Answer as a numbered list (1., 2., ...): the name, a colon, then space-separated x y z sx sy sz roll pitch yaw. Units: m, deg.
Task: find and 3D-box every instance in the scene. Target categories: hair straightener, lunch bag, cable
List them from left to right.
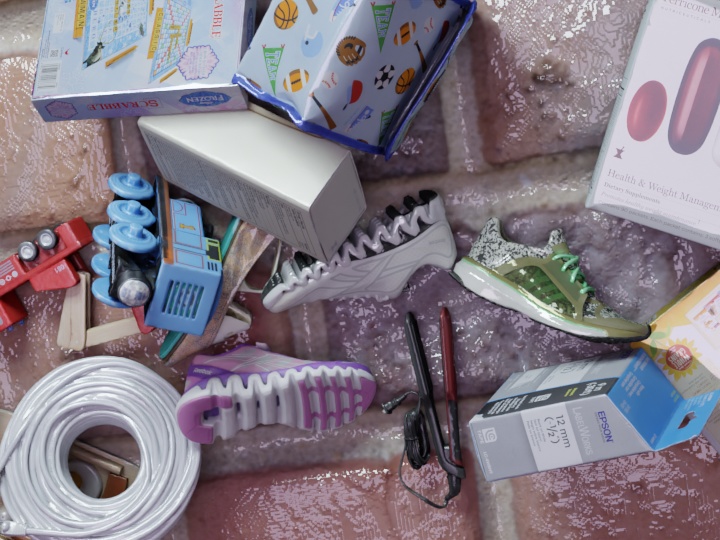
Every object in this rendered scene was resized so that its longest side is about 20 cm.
1. cable: -0.255 0.187 1.450 0.198 0.069 0.202 18 72 4
2. lunch bag: 0.012 -0.197 1.326 0.124 0.199 0.171 38 103 31
3. hair straightener: 0.060 0.138 1.446 0.076 0.041 0.203 -5 101 10

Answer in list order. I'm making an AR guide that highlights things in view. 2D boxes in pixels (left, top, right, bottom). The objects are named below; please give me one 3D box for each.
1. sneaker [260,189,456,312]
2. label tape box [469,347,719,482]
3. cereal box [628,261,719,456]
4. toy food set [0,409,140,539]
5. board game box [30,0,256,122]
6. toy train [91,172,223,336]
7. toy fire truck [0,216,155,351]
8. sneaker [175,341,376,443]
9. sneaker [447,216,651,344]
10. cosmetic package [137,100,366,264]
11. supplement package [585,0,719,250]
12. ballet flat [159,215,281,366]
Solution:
1. sneaker: 0.000 0.000 1.411 0.198 0.075 0.082 -25 108 3
2. label tape box: 0.215 0.123 1.335 0.198 0.143 0.067 -17 97 26
3. cereal box: 0.368 0.097 1.382 0.144 0.040 0.201 -39 90 14
4. toy food set: -0.325 0.243 1.508 0.198 0.060 0.145 22 101 5
5. board game box: -0.196 -0.238 1.378 0.197 0.041 0.202 -2 63 10
6. toy train: -0.190 -0.020 1.388 0.113 0.201 0.087 14 115 -17
7. toy fire truck: -0.290 0.027 1.479 0.199 0.049 0.142 -30 93 13
8. sneaker: -0.085 0.107 1.442 0.197 0.089 0.081 -5 128 -9
9. sneaker: 0.183 0.008 1.376 0.198 0.077 0.090 23 93 15
10. cosmetic package: -0.100 -0.097 1.368 0.199 0.104 0.073 27 69 21
11. supplement package: 0.319 -0.130 1.305 0.189 0.147 0.202 17 101 7
12. ballet flat: -0.126 0.019 1.444 0.067 0.068 0.201 27 103 -14
